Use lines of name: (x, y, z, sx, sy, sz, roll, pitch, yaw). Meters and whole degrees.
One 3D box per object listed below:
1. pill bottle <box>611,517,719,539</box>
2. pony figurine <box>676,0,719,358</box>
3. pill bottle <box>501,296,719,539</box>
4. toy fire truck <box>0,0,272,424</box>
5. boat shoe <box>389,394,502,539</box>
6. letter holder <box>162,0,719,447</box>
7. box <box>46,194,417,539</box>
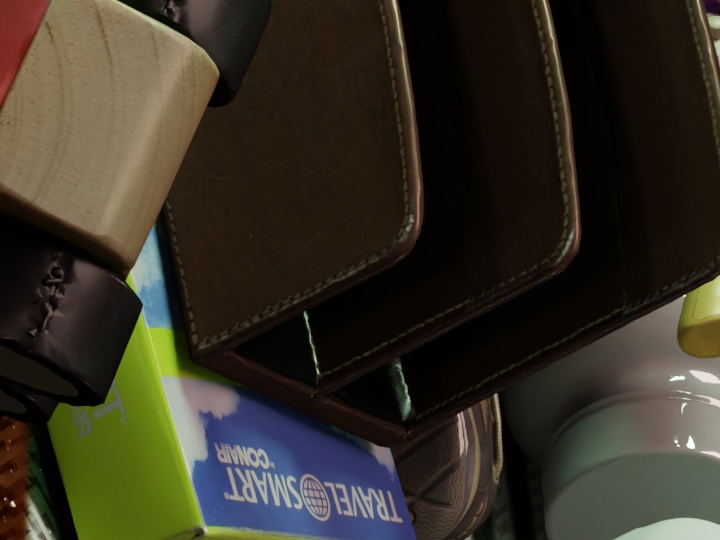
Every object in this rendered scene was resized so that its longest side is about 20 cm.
pill bottle: (0.068, 0.135, 0.795, 0.111, 0.199, 0.111, 42, 34, -37)
pony figurine: (0.107, -0.070, 0.968, 0.167, 0.192, 0.201, 99, -16, -48)
pill bottle: (0.106, 0.016, 1.074, 0.111, 0.111, 0.201, 43, 33, -36)
toy fire truck: (-0.147, -0.035, 0.634, 0.199, 0.176, 0.129, 27, 76, -14)
boat shoe: (0.000, 0.000, 0.953, 0.073, 0.074, 0.201, 33, 45, -65)
letter holder: (0.016, -0.075, 0.848, 0.100, 0.142, 0.201, 27, 42, -50)
box: (-0.050, 0.018, 0.857, 0.122, 0.048, 0.201, 14, 54, -57)
